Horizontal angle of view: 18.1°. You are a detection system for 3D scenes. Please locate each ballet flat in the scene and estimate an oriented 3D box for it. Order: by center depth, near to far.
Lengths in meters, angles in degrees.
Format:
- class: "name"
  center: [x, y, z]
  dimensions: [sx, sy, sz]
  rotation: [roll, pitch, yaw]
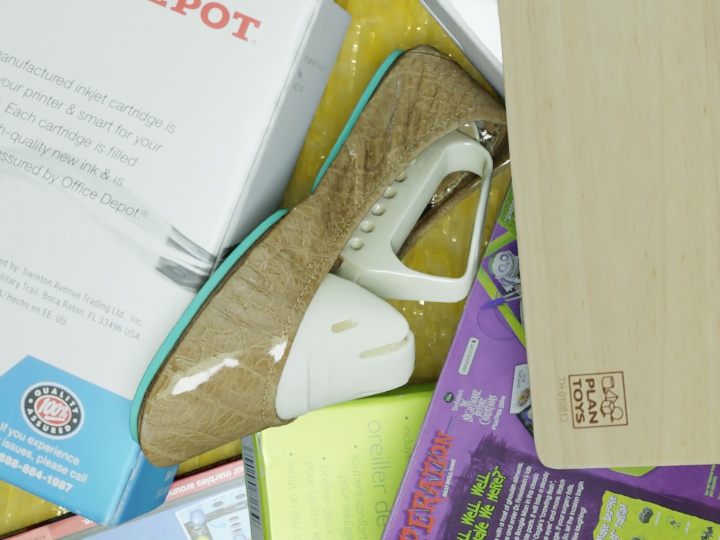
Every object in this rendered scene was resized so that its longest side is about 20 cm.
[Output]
- class: "ballet flat"
  center: [0.000, 0.000, 0.790]
  dimensions: [0.072, 0.068, 0.200]
  rotation: [24, 52, 17]

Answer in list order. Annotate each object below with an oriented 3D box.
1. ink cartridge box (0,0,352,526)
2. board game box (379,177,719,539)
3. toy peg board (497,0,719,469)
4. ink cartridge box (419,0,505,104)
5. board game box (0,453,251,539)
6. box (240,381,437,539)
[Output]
- class: "ink cartridge box"
  center: [-0.107, -0.030, 0.818]
  dimensions: [0.145, 0.086, 0.201]
  rotation: [23, 92, 9]
- class: "board game box"
  center: [0.084, 0.052, 0.780]
  dimensions: [0.119, 0.201, 0.032]
  rotation: [19, 138, 5]
- class: "toy peg board"
  center: [0.156, -0.045, 0.740]
  dimensions: [0.197, 0.098, 0.202]
  rotation: [-4, 93, 19]
- class: "ink cartridge box"
  center: [0.098, -0.163, 0.811]
  dimensions: [0.200, 0.086, 0.148]
  rotation: [-42, 91, 2]
- class: "board game box"
  center: [-0.040, 0.123, 0.864]
  dimensions: [0.198, 0.019, 0.104]
  rotation: [-19, 94, 3]
- class: "box"
  center: [0.060, 0.099, 0.827]
  dimensions: [0.198, 0.048, 0.123]
  rotation: [-6, 91, -12]
